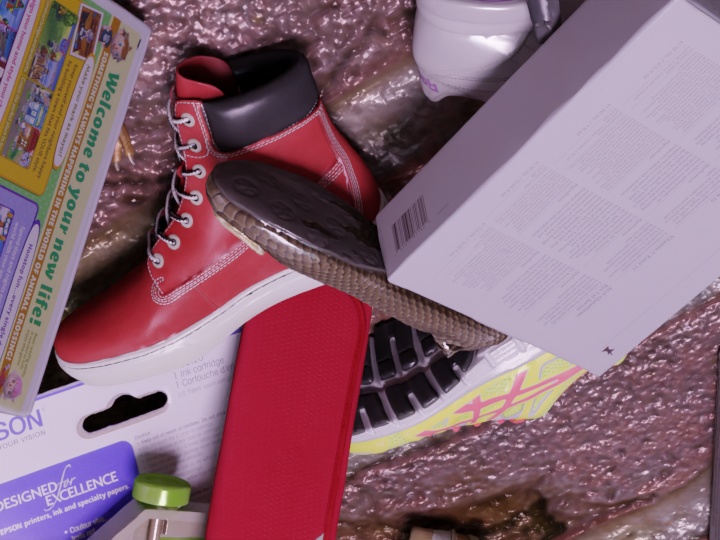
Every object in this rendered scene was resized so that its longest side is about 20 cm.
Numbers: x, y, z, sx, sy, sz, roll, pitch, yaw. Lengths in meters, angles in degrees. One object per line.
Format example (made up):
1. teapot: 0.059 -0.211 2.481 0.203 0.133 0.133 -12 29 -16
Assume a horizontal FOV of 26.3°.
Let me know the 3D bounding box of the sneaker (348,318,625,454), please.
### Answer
1. sneaker: 0.072 0.064 0.901 0.199 0.079 0.091 -26 130 13

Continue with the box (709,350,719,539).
1. box: 0.334 0.159 0.953 0.197 0.172 0.201 -9 130 0

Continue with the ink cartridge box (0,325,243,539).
1. ink cartridge box: -0.123 0.146 0.889 0.196 0.043 0.202 -17 106 -23

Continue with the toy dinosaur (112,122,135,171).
1. toy dinosaur: -0.169 -0.069 0.754 0.106 0.060 0.202 -4 106 -45

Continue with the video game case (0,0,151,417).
1. video game case: -0.182 -0.053 0.673 0.022 0.202 0.182 8 167 35

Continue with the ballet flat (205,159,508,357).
1. ballet flat: 0.000 0.000 0.782 0.199 0.068 0.046 23 121 -35

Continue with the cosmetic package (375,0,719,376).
1. cosmetic package: 0.126 -0.045 0.742 0.150 0.052 0.200 26 126 -30

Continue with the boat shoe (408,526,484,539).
1. boat shoe: 0.022 0.249 1.062 0.075 0.072 0.201 21 117 -6

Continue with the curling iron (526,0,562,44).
1. curling iron: 0.070 -0.197 0.675 0.025 0.049 0.202 -18 114 -25

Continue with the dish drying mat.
1. dish drying mat: -0.040 0.098 0.853 0.076 0.202 0.018 15 164 -19

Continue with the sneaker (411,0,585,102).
1. sneaker: 0.121 -0.116 0.772 0.198 0.075 0.100 5 136 -2

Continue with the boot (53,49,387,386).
1. boot: -0.097 -0.032 0.805 0.199 0.073 0.145 -29 128 5

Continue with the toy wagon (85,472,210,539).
1. toy wagon: -0.112 0.191 0.856 0.198 0.039 0.157 8 94 -28
